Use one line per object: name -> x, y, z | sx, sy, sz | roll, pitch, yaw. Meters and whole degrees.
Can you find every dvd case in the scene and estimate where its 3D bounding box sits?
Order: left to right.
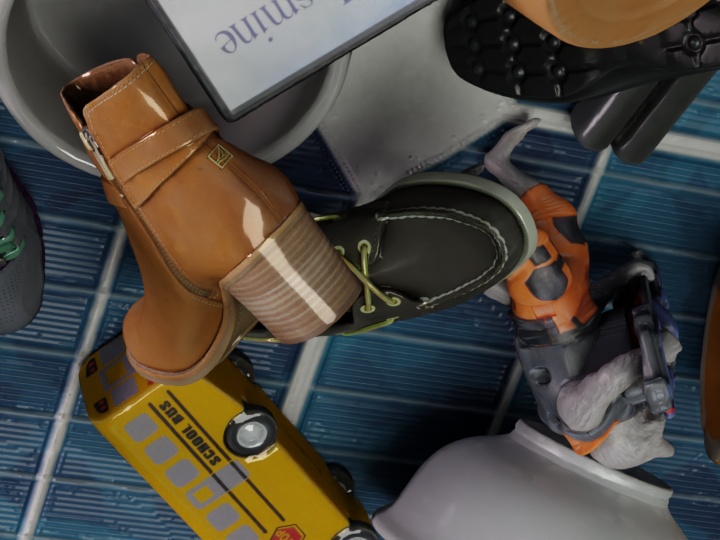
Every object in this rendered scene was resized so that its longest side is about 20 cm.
dvd case -> -0.054, -0.183, 1.161 | 0.142, 0.018, 0.200 | -30, 106, 13

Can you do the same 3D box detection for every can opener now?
can opener -> 0.179, -0.148, 1.373 | 0.053, 0.067, 0.200 | 17, 127, -28

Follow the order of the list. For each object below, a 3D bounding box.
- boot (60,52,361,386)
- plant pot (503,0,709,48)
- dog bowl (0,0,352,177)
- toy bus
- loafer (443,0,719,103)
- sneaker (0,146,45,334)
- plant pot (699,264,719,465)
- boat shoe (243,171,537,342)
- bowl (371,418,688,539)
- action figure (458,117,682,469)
boot -> -0.096, -0.028, 1.256 | 0.155, 0.200, 0.074 | 49, 58, -14
plant pot -> 0.106, -0.199, 1.216 | 0.200, 0.140, 0.200 | -24, 147, -17
dog bowl -> -0.093, -0.123, 1.258 | 0.199, 0.059, 0.200 | -1, 133, -2
toy bus -> -0.066, 0.111, 1.439 | 0.078, 0.065, 0.200 | -35, 125, 6
loafer -> 0.137, -0.125, 1.318 | 0.200, 0.070, 0.068 | -4, 101, 32
sneaker -> -0.204, -0.036, 1.290 | 0.074, 0.088, 0.200 | -20, 124, -5
plant pot -> 0.293, 0.055, 1.459 | 0.183, 0.200, 0.201 | 6, 120, -3
boat shoe -> 0.000, 0.000, 1.323 | 0.201, 0.061, 0.072 | -11, 112, 41
bowl -> 0.113, 0.143, 1.454 | 0.201, 0.201, 0.091 | 22, 94, -28
action figure -> 0.110, 0.019, 1.394 | 0.104, 0.200, 0.194 | -27, 96, 12
